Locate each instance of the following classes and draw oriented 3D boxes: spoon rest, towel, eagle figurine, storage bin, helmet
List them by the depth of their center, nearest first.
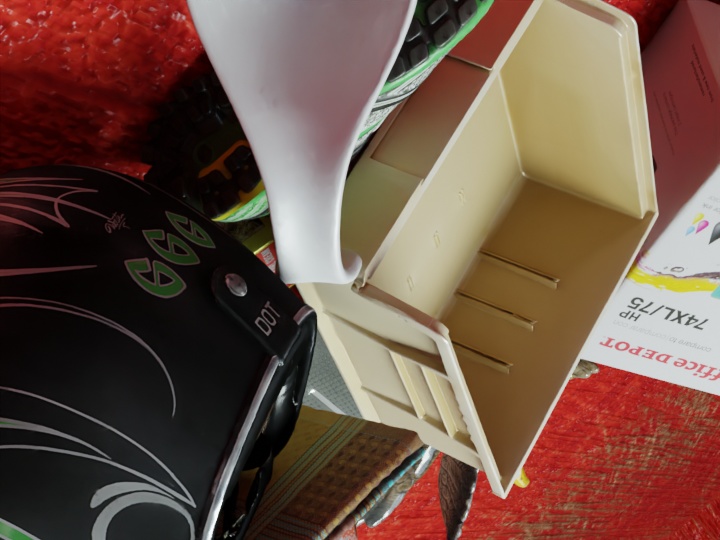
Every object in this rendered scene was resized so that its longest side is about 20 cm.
[{"bbox_3d":[-0.022,-0.080,0.640,0.098,0.061,0.202,-1,117,3],"label":"spoon rest"},{"bbox_3d":[-0.130,0.053,0.662,0.200,0.189,0.202,21,90,-84],"label":"helmet"},{"bbox_3d":[-0.081,0.111,0.755,0.147,0.199,0.022,-42,122,-32],"label":"towel"},{"bbox_3d":[0.070,-0.020,0.824,0.201,0.093,0.199,-58,153,-20],"label":"storage bin"},{"bbox_3d":[0.074,0.108,1.118,0.199,0.151,0.152,-36,166,-25],"label":"eagle figurine"}]

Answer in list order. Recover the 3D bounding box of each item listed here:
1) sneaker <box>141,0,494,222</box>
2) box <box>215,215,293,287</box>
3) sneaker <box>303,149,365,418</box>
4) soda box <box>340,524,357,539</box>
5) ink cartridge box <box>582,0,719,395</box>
[{"bbox_3d":[-0.012,-0.097,0.726,0.199,0.078,0.085,-37,166,19],"label":"sneaker"},{"bbox_3d":[-0.118,0.027,0.809,0.199,0.050,0.075,-36,160,-7],"label":"box"},{"bbox_3d":[0.000,0.000,0.933,0.081,0.070,0.202,-73,178,-54],"label":"sneaker"},{"bbox_3d":[-0.106,0.173,1.003,0.198,0.064,0.068,-16,-172,-15],"label":"soda box"},{"bbox_3d":[0.232,-0.043,1.019,0.145,0.147,0.201,15,132,-21],"label":"ink cartridge box"}]
